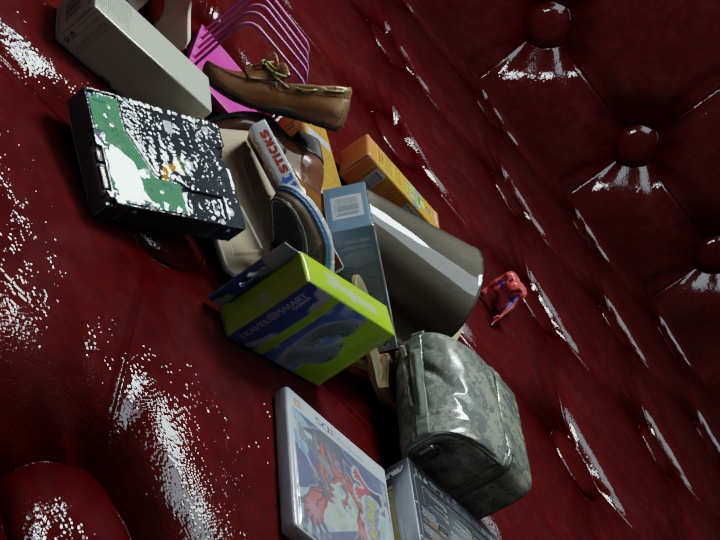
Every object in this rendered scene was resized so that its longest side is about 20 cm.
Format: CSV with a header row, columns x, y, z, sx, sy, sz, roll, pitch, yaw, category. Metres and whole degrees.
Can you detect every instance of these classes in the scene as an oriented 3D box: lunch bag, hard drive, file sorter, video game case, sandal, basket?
x,y,z,sx,sy,sz,roll,pitch,yaw,category
0.114,0.192,1.546,0.168,0.138,0.202,50,23,-33,lunch bag
-0.218,-0.111,1.323,0.199,0.038,0.142,10,56,-52,hard drive
-0.150,-0.295,1.717,0.139,0.125,0.201,48,16,-21,file sorter
-0.024,0.244,1.311,0.182,0.023,0.201,44,22,-31,video game case
-0.010,0.098,1.538,0.078,0.068,0.213,-85,161,-45,sandal
0.056,-0.015,1.732,0.198,0.136,0.182,31,30,-20,basket

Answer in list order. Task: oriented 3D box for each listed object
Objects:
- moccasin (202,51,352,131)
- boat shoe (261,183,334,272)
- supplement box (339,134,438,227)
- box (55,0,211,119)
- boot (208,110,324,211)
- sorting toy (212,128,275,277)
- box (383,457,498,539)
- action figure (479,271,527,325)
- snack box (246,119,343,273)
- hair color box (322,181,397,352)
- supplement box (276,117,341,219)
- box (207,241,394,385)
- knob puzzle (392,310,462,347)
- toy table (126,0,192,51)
x,y,z,sx,sy,sz,roll,pitch,yaw,category
-0.108,-0.242,1.598,0.198,0.079,0.074,14,8,-7,moccasin
-0.073,-0.001,1.418,0.072,0.072,0.202,-39,130,-34,boat shoe
0.048,-0.125,2.017,0.200,0.068,0.067,48,22,-30,supplement box
-0.268,-0.251,1.458,0.200,0.068,0.083,43,23,-36,box
-0.121,-0.096,1.597,0.187,0.068,0.203,20,54,-41,boot
-0.142,-0.082,1.487,0.184,0.036,0.203,-5,69,-60,sorting toy
0.103,0.337,1.432,0.200,0.048,0.160,44,23,-32,box
0.261,0.053,2.297,0.066,0.098,0.200,54,-4,7,action figure
-0.080,-0.083,1.486,0.202,0.024,0.072,62,-11,1,snack box
0.000,0.000,1.582,0.100,0.060,0.202,-99,178,-53,hair color box
-0.076,-0.145,1.762,0.069,0.066,0.202,38,25,-42,supplement box
-0.064,0.053,1.375,0.199,0.121,0.048,34,29,-48,box
0.059,0.065,1.799,0.218,0.030,0.221,36,29,-23,knob puzzle
-0.264,-0.398,1.638,0.185,0.116,0.200,53,18,-7,toy table
